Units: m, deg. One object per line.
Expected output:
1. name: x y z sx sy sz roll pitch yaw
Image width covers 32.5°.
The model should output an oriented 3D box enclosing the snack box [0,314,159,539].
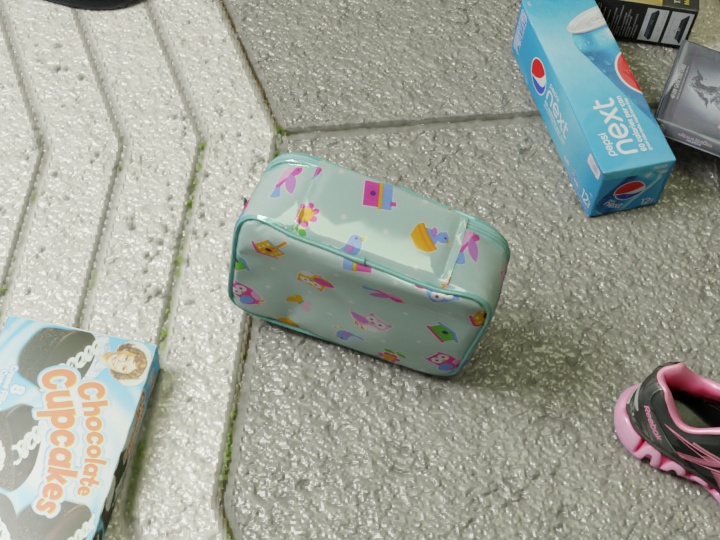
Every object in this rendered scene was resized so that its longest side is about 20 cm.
1. snack box: -0.225 0.133 0.874 0.116 0.037 0.200 11 57 3

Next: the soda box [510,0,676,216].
1. soda box: 0.198 -0.148 1.072 0.068 0.064 0.200 -11 59 -11

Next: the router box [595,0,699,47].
1. router box: 0.241 -0.313 1.188 0.157 0.052 0.200 8 57 1

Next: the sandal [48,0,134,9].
1. sandal: -0.283 -0.284 1.136 0.200 0.043 0.076 3 57 -2

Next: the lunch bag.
1. lunch bag: 0.000 0.000 0.908 0.200 0.160 0.077 20 63 2

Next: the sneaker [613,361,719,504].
1. sneaker: 0.281 0.129 0.881 0.200 0.095 0.079 27 58 11

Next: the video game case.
1. video game case: 0.362 -0.128 1.077 0.200 0.019 0.143 23 44 8
